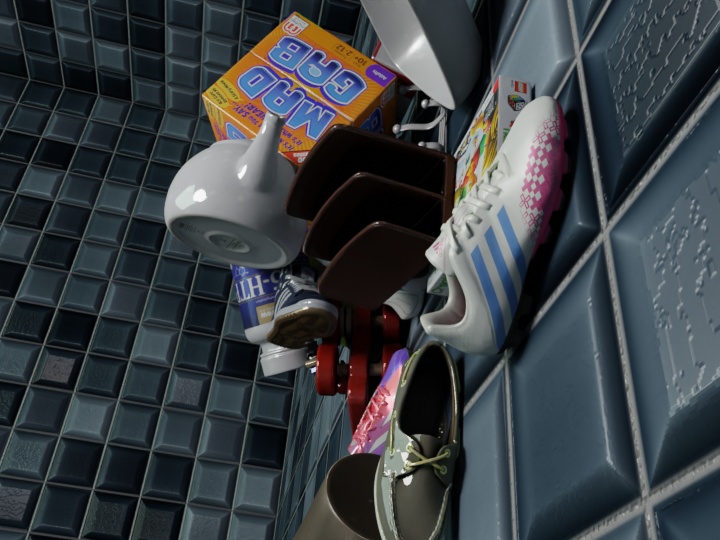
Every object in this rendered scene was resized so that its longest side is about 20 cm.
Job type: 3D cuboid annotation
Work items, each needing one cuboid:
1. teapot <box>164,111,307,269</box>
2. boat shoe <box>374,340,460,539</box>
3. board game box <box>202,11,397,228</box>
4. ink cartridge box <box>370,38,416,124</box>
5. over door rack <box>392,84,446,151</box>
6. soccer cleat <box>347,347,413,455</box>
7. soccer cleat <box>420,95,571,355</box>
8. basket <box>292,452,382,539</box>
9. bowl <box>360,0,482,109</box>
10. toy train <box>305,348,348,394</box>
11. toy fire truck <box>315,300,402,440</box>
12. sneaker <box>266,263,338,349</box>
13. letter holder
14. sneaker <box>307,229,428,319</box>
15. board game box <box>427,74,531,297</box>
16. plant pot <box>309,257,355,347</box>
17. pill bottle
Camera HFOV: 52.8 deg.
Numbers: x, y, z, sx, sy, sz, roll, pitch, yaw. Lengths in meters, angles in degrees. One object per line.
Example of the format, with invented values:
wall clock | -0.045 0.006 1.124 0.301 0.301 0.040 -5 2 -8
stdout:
teapot | -0.150 -0.099 0.933 0.197 0.196 0.149 45 -127 -56
boat shoe | 0.055 0.161 0.662 0.061 0.070 0.205 103 177 -53
board game box | -0.080 -0.208 1.083 0.200 0.199 0.201 -48 -20 -19
ink cartridge box | 0.057 -0.313 1.132 0.200 0.082 0.149 121 173 -69
over door rack | 0.071 -0.177 1.023 0.201 0.065 0.151 116 164 -63
soccer cleat | 0.024 0.189 0.849 0.068 0.071 0.205 162 118 -81
soccer cleat | 0.098 -0.034 0.547 0.070 0.084 0.205 -119 40 -78
basket | -0.011 0.303 0.758 0.181 0.133 0.203 -113 36 -54
bowl | 0.065 -0.305 0.840 0.201 0.074 0.201 54 -178 -39
toy train | -0.028 0.160 1.072 0.200 0.034 0.047 45 -150 -55
toy fire truck | 0.003 0.136 0.997 0.202 0.109 0.170 -86 -5 -48
sneaker | -0.070 0.031 0.931 0.200 0.069 0.111 144 142 -65
letter holder | -0.006 -0.050 0.771 0.200 0.139 0.103 134 146 -60
sneaker | 0.000 0.000 0.941 0.075 0.198 0.082 -36 -40 -40
board game box | 0.110 -0.071 0.698 0.201 0.034 0.129 116 163 -63
plant pot | -0.078 0.023 1.207 0.187 0.195 0.192 9 -90 -82
pill bottle | -0.122 0.047 1.079 0.120 0.117 0.205 140 116 -78
